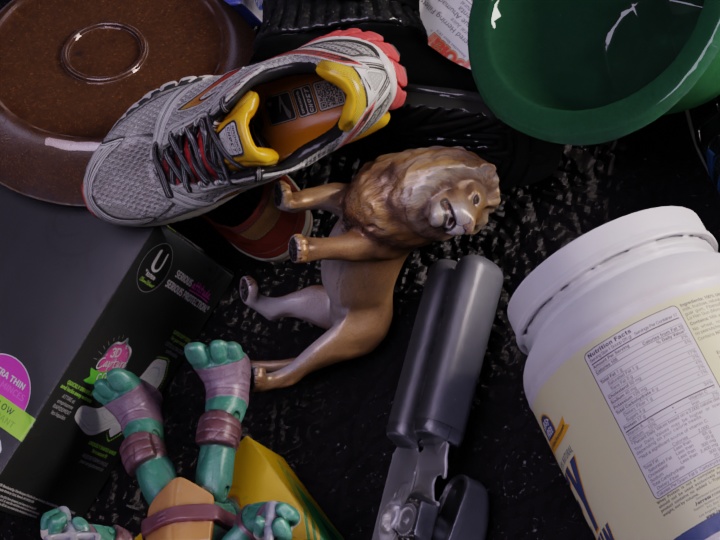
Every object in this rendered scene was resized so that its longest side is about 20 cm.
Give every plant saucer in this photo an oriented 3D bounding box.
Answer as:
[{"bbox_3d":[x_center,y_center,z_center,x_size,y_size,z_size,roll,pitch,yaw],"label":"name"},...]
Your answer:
[{"bbox_3d":[-0.156,-0.124,1.290,0.198,0.035,0.201,-2,51,2],"label":"plant saucer"}]

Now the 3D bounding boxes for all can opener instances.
[{"bbox_3d":[0.053,0.093,1.240,0.053,0.067,0.202,-9,60,53],"label":"can opener"}]

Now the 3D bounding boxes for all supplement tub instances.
[{"bbox_3d":[0.176,0.082,1.136,0.144,0.145,0.201,-30,66,10],"label":"supplement tub"}]

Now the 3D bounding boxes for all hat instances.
[{"bbox_3d":[0.188,-0.120,1.212,0.199,0.176,0.167,12,80,40],"label":"hat"}]

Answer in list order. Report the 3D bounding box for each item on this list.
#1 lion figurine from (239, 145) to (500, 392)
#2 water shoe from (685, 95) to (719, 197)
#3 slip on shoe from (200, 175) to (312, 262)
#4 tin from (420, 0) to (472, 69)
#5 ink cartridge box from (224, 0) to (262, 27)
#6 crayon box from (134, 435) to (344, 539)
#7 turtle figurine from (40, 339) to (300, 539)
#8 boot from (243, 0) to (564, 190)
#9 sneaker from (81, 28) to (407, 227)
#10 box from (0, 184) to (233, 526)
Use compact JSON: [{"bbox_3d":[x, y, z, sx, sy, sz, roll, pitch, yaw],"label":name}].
[{"bbox_3d":[0.000,0.000,1.245,0.122,0.200,0.073,-4,56,-26],"label":"lion figurine"},{"bbox_3d":[0.238,-0.052,1.190,0.071,0.079,0.201,-27,66,11],"label":"water shoe"},{"bbox_3d":[-0.113,-0.078,1.343,0.200,0.061,0.074,40,92,27],"label":"slip on shoe"},{"bbox_3d":[0.109,-0.185,1.304,0.200,0.042,0.112,-46,60,3],"label":"tin"},{"bbox_3d":[-0.114,-0.257,1.406,0.093,0.044,0.202,-7,73,20],"label":"ink cartridge box"},{"bbox_3d":[-0.083,0.231,1.237,0.200,0.058,0.173,-42,64,4],"label":"crayon box"},{"bbox_3d":[-0.104,0.143,1.189,0.148,0.101,0.201,-8,53,3],"label":"turtle figurine"},{"bbox_3d":[0.033,-0.145,1.260,0.209,0.080,0.159,14,62,6],"label":"boot"},{"bbox_3d":[-0.074,-0.080,1.178,0.199,0.082,0.078,-25,96,19],"label":"sneaker"},{"bbox_3d":[-0.205,0.036,1.308,0.148,0.124,0.201,31,86,25],"label":"box"}]
